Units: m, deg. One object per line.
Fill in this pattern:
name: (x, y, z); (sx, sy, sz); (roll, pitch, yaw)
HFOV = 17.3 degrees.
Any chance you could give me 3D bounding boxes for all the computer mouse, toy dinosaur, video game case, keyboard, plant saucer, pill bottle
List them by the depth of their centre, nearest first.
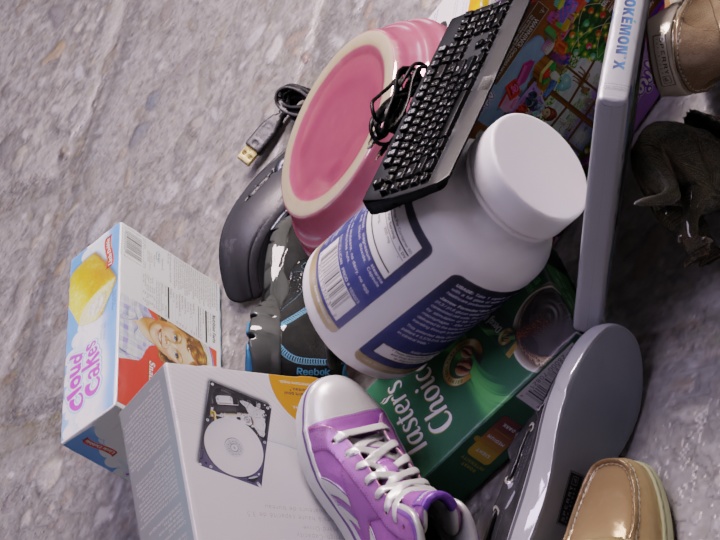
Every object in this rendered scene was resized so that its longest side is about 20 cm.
toy dinosaur: (0.209, -0.059, 1.521); (0.077, 0.199, 0.103); (-37, 74, 42)
video game case: (0.168, -0.092, 1.550); (0.022, 0.201, 0.183); (8, 44, 8)
keyboard: (0.042, -0.117, 1.572); (0.104, 0.040, 0.201); (-23, 29, 40)
pill bottle: (0.059, -0.019, 1.586); (0.200, 0.111, 0.112); (-39, 35, 41)
plant saucer: (0.001, -0.100, 1.754); (0.200, 0.051, 0.202); (-43, 33, 38)
computer mouse: (-0.082, -0.076, 1.979); (0.201, 0.046, 0.140); (-59, 34, -4)

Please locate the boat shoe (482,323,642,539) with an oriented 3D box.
boat shoe: (0.123, 0.128, 1.534); (0.066, 0.070, 0.201); (2, 71, 50)

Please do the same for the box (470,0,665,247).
box: (0.134, -0.127, 1.668); (0.201, 0.137, 0.039); (-55, 32, 1)

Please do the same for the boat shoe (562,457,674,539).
boat shoe: (0.141, 0.198, 1.443); (0.074, 0.066, 0.201); (-21, 47, 41)

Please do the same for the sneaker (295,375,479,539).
sneaker: (0.027, 0.142, 1.543); (0.201, 0.072, 0.114); (65, 151, 20)

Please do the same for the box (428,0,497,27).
box: (0.053, -0.148, 1.829); (0.200, 0.041, 0.119); (-52, 14, 29)

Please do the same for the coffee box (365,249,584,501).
coffee box: (0.076, 0.083, 1.644); (0.200, 0.044, 0.123); (-44, 36, 18)

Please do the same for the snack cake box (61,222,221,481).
snack cake box: (-0.174, 0.073, 1.907); (0.067, 0.115, 0.201); (-35, 38, 28)

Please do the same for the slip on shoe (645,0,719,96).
slip on shoe: (0.236, -0.162, 1.584); (0.060, 0.077, 0.200); (-10, 9, 17)

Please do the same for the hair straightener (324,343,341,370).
hair straightener: (0.000, 0.000, 1.765); (0.076, 0.041, 0.201); (3, 43, 13)

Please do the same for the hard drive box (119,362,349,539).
hard drive box: (-0.066, 0.173, 1.596); (0.077, 0.155, 0.201); (-45, 48, 43)

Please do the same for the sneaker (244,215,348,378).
sneaker: (-0.039, 0.028, 1.830); (0.201, 0.081, 0.074); (-81, -4, -54)
